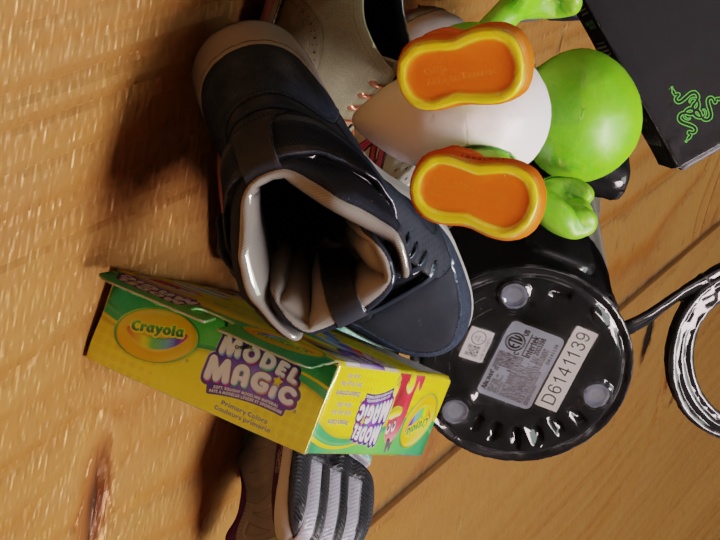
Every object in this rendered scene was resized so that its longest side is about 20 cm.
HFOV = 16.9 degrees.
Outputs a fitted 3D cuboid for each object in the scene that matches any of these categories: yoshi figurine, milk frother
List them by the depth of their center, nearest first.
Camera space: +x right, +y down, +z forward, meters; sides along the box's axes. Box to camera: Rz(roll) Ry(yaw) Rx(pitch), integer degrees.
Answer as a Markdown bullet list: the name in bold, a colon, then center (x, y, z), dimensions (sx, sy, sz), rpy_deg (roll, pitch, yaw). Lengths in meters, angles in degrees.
- **yoshi figurine**: center (0.077, -0.070, 1.068), dimensions (0.112, 0.112, 0.200), rpy_deg (-46, 179, 13)
- **milk frother**: center (0.134, 0.009, 1.332), dimensions (0.181, 0.200, 0.188), rpy_deg (-46, -161, 22)

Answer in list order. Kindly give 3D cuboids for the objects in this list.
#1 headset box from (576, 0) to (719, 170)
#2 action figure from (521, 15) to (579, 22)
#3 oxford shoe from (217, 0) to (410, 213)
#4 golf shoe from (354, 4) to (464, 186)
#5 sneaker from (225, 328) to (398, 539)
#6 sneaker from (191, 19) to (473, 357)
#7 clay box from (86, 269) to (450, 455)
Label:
- **headset box**: center (0.186, -0.166, 1.208), dimensions (0.201, 0.174, 0.093), rpy_deg (61, 3, -3)
- **action figure**: center (0.124, -0.185, 1.336), dimensions (0.200, 0.102, 0.119), rpy_deg (-117, -140, -59)
- **oxford shoe**: center (-0.018, -0.085, 1.135), dimensions (0.071, 0.074, 0.201), rpy_deg (-34, 137, -62)
- **golf shoe**: center (0.023, -0.055, 1.253), dimensions (0.073, 0.092, 0.200), rpy_deg (80, 31, -51)
- **sneaker**: center (-0.034, 0.066, 1.272), dimensions (0.074, 0.087, 0.201), rpy_deg (31, 51, -27)
- **sneaker**: center (-0.002, 0.001, 1.076), dimensions (0.202, 0.077, 0.146), rpy_deg (50, 11, -35)
- **clay box**: center (-0.043, 0.044, 1.113), dimensions (0.048, 0.115, 0.200), rpy_deg (-69, 161, 3)
